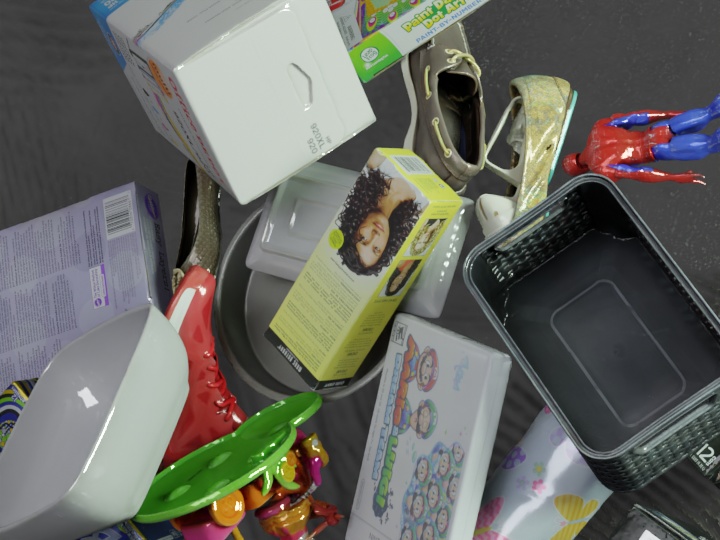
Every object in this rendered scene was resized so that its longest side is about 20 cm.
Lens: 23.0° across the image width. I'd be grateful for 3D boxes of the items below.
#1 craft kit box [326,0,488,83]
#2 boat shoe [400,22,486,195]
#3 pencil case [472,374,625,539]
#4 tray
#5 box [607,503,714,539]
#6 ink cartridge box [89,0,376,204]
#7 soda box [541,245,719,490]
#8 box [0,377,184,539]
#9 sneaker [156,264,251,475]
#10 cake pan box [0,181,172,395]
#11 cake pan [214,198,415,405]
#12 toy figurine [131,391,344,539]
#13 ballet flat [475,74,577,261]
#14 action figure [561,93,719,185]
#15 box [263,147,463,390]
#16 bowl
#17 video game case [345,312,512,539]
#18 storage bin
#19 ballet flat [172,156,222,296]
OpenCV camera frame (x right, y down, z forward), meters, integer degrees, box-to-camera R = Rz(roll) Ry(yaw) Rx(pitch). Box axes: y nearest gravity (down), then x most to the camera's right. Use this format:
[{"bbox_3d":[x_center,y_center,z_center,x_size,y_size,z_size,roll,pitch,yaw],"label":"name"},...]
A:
[{"bbox_3d":[0.055,-0.286,1.545,0.197,0.049,0.200,-30,44,13],"label":"craft kit box"},{"bbox_3d":[0.075,-0.149,1.497,0.059,0.072,0.201,-33,41,41],"label":"boat shoe"},{"bbox_3d":[0.141,0.173,1.396,0.200,0.083,0.091,-53,46,4],"label":"pencil case"},{"bbox_3d":[-0.006,-0.033,1.515,0.199,0.022,0.108,15,83,28],"label":"tray"},{"bbox_3d":[0.200,0.283,1.292,0.086,0.164,0.200,35,94,29],"label":"box"},{"bbox_3d":[-0.111,-0.180,1.518,0.144,0.148,0.200,-34,35,-12],"label":"ink cartridge box"},{"bbox_3d":[0.234,0.075,1.381,0.063,0.071,0.200,-43,62,6],"label":"soda box"},{"bbox_3d":[-0.247,0.188,1.563,0.200,0.070,0.064,47,107,14],"label":"box"},{"bbox_3d":[-0.126,0.098,1.533,0.115,0.078,0.201,17,115,0],"label":"sneaker"},{"bbox_3d":[-0.265,0.031,1.653,0.183,0.052,0.201,-19,69,19],"label":"cake pan box"},{"bbox_3d":[-0.034,0.022,1.548,0.199,0.037,0.201,-7,73,25],"label":"cake pan"},{"bbox_3d":[-0.067,0.227,1.453,0.150,0.200,0.185,-15,106,44],"label":"toy figurine"},{"bbox_3d":[0.130,-0.069,1.471,0.070,0.071,0.201,6,76,27],"label":"ballet flat"},{"bbox_3d":[0.255,-0.105,1.434,0.199,0.052,0.066,-11,66,29],"label":"action figure"},{"bbox_3d":[0.000,0.000,1.452,0.075,0.050,0.200,45,118,29],"label":"box"},{"bbox_3d":[-0.219,0.139,1.445,0.199,0.075,0.201,-25,38,48],"label":"bowl"},{"bbox_3d":[0.050,0.146,1.405,0.182,0.024,0.201,21,99,66],"label":"video game case"},{"bbox_3d":[0.184,0.047,1.317,0.135,0.094,0.200,-35,61,3],"label":"storage bin"},{"bbox_3d":[-0.151,-0.053,1.608,0.067,0.046,0.201,-16,63,59],"label":"ballet flat"}]
